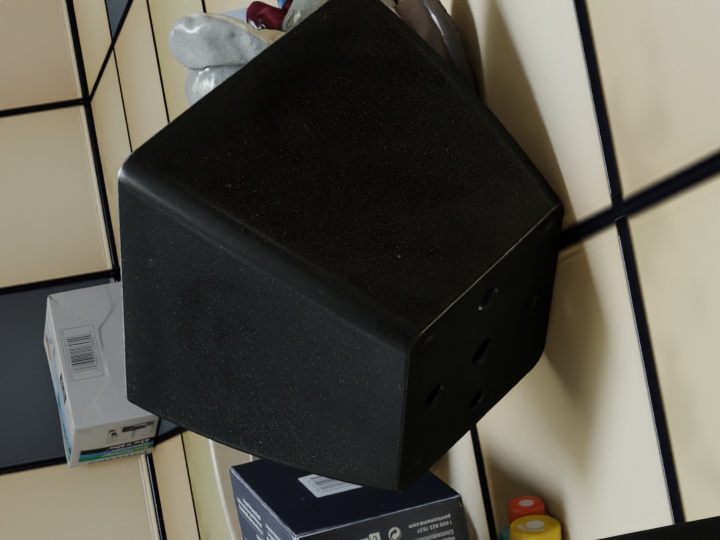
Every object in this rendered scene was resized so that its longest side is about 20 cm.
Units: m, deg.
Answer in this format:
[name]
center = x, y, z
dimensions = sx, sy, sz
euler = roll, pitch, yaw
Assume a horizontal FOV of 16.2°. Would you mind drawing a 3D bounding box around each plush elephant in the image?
[plush elephant]
center = -0.054, -0.136, 1.674
dimensions = 0.200, 0.154, 0.165
euler = -114, 18, -53

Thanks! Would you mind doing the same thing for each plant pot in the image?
[plant pot]
center = 0.000, 0.000, 1.394
dimensions = 0.177, 0.200, 0.200
euler = 32, 144, 23

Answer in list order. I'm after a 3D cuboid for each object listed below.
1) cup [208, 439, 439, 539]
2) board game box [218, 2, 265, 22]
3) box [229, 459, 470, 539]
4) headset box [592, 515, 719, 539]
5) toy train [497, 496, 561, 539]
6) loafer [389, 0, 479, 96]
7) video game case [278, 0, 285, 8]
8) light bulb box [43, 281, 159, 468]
[cup]
center = -0.025, 0.102, 1.763
dimensions = 0.200, 0.143, 0.201
euler = 170, 90, -78
[board game box]
center = -0.058, -0.060, 1.877
dimensions = 0.200, 0.043, 0.200
euler = 81, 176, -62
[box]
center = 0.004, 0.211, 1.529
dimensions = 0.200, 0.104, 0.183
euler = -150, 49, -74
[headset box]
center = 0.159, 0.234, 1.132
dimensions = 0.149, 0.075, 0.201
euler = -124, 27, -65
[toy train]
center = 0.100, 0.236, 1.478
dimensions = 0.150, 0.055, 0.201
euler = 99, 158, -57
[loafer]
center = 0.030, -0.072, 1.527
dimensions = 0.073, 0.071, 0.201
euler = -120, 23, -59
[video game case]
center = -0.045, -0.100, 2.012
dimensions = 0.200, 0.018, 0.144
euler = 96, 162, -52
[light bulb box]
center = -0.357, 0.145, 3.485
dimensions = 0.200, 0.124, 0.199
euler = 112, 146, -68
